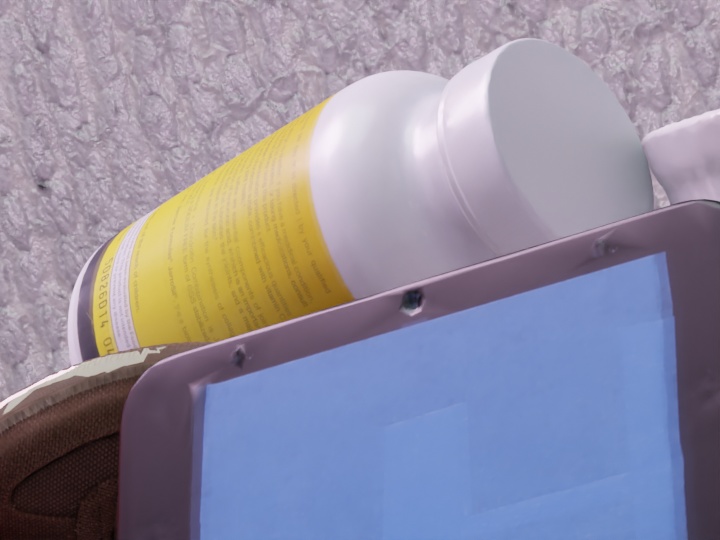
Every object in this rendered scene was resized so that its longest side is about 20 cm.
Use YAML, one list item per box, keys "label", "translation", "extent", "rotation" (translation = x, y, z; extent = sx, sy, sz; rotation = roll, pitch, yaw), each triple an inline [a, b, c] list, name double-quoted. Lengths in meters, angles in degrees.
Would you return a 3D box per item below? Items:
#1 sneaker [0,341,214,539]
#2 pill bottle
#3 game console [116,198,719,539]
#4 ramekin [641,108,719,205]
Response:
- label: "sneaker"
  translation: [-0.030, 0.068, 0.941]
  extent: [0.199, 0.076, 0.071]
  rotation: [-9, -42, -11]
- label: "pill bottle"
  translation: [0.000, 0.000, 1.033]
  extent: [0.200, 0.112, 0.112]
  rotation: [-30, -8, 38]
- label: "game console"
  translation: [-0.006, 0.071, 0.737]
  extent: [0.200, 0.119, 0.172]
  rotation: [-18, 0, 29]
- label: "ramekin"
  translation: [0.199, -0.020, 0.975]
  extent: [0.200, 0.098, 0.200]
  rotation: [-13, -2, -1]
